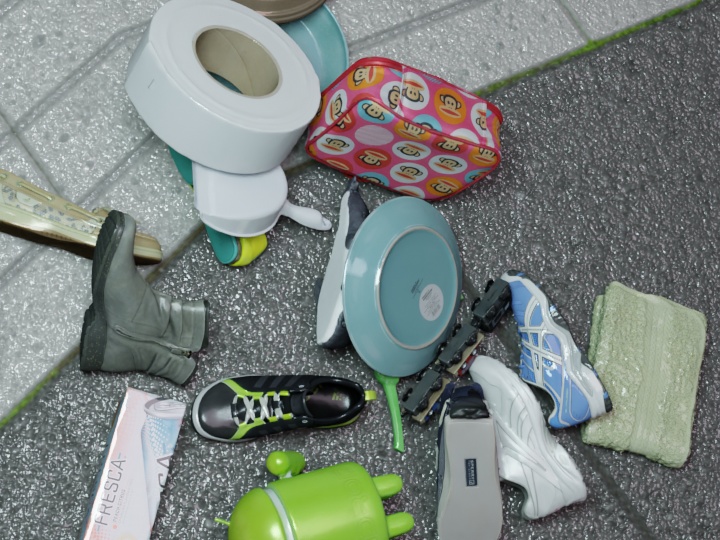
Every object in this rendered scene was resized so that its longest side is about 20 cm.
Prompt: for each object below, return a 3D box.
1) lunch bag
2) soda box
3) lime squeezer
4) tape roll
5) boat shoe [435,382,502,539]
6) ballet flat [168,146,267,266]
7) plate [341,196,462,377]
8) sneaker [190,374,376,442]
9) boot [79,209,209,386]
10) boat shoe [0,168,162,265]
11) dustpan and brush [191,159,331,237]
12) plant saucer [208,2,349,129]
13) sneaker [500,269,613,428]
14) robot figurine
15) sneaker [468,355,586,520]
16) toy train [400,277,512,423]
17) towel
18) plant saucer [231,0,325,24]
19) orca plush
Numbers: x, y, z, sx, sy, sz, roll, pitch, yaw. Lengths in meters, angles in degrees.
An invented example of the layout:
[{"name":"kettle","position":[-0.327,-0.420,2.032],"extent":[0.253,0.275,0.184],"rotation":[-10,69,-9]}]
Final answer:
[{"name":"lunch bag","position":[0.042,-0.147,1.659],"extent":[0.200,0.176,0.082],"rotation":[20,58,-26]},{"name":"soda box","position":[-0.242,0.227,1.537],"extent":[0.068,0.064,0.200],"rotation":[17,73,-12]},{"name":"lime squeezer","position":[0.057,0.099,1.673],"extent":[0.071,0.038,0.200],"rotation":[26,70,-10]},{"name":"tape roll","position":[-0.146,-0.200,1.582],"extent":[0.202,0.071,0.203],"rotation":[20,44,-21]},{"name":"boat shoe","position":[0.119,0.218,1.635],"extent":[0.075,0.093,0.200],"rotation":[2,115,-1]},{"name":"ballet flat","position":[-0.158,-0.101,1.650],"extent":[0.067,0.067,0.200],"rotation":[-19,85,-41]},{"name":"plate","position":[0.056,0.019,1.629],"extent":[0.200,0.026,0.200],"rotation":[-4,96,-47]},{"name":"sneaker","position":[-0.082,0.139,1.596],"extent":[0.200,0.083,0.072],"rotation":[-6,78,-18]},{"name":"boot","position":[-0.218,0.029,1.550],"extent":[0.131,0.200,0.068],"rotation":[6,32,-15]},{"name":"boat shoe","position":[-0.304,-0.054,1.581],"extent":[0.200,0.073,0.063],"rotation":[17,75,-12]},{"name":"dustpan and brush","position":[-0.106,-0.083,1.615],"extent":[0.200,0.057,0.140],"rotation":[14,52,-29]},{"name":"plant saucer","position":[-0.113,-0.244,1.706],"extent":[0.200,0.036,0.200],"rotation":[4,76,-15]},{"name":"sneaker","position":[0.209,0.089,1.701],"extent":[0.077,0.076,0.200],"rotation":[-31,72,5]},{"name":"robot figurine","position":[-0.049,0.271,1.556],"extent":[0.200,0.116,0.176],"rotation":[-14,80,-19]},{"name":"sneaker","position":[0.167,0.191,1.665],"extent":[0.099,0.078,0.200],"rotation":[-31,79,-6]},{"name":"toy train","position":[0.109,0.093,1.667],"extent":[0.034,0.046,0.200],"rotation":[27,68,32]},{"name":"towel","position":[0.335,0.123,1.752],"extent":[0.148,0.036,0.200],"rotation":[16,73,-12]},{"name":"plant saucer","position":[-0.121,-0.369,1.708],"extent":[0.200,0.029,0.200],"rotation":[6,58,-10]},{"name":"orca plush","position":[0.000,0.000,1.657],"extent":[0.071,0.105,0.200],"rotation":[19,50,-22]}]
